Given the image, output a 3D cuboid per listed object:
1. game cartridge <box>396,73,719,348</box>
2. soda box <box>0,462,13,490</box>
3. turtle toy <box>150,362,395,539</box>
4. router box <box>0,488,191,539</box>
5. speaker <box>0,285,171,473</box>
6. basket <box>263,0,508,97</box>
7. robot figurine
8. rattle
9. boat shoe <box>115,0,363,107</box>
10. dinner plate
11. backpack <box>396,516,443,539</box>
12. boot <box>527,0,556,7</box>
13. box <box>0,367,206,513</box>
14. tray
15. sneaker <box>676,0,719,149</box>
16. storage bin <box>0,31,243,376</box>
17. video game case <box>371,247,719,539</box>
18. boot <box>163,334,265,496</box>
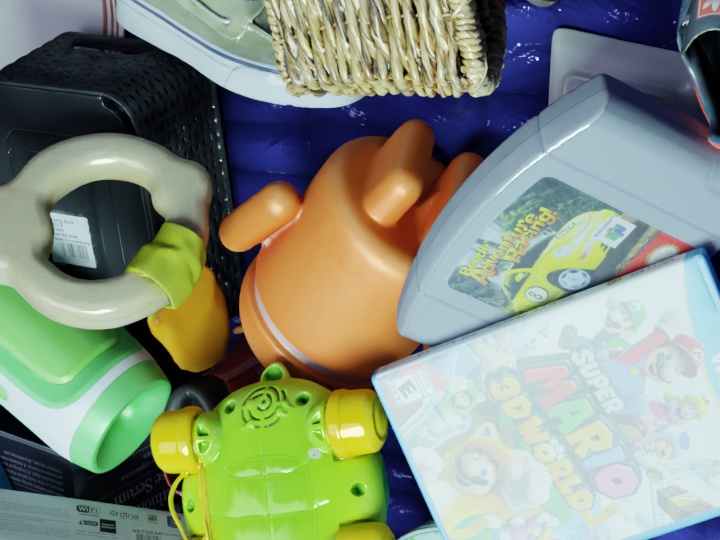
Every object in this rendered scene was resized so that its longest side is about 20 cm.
[{"bbox_3d":[0.111,-0.014,1.073,0.132,0.041,0.200,25,129,-20],"label":"game cartridge"},{"bbox_3d":[-0.284,0.130,1.298,0.068,0.064,0.202,-23,91,44],"label":"soda box"},{"bbox_3d":[-0.039,0.155,1.164,0.144,0.101,0.202,-6,86,17],"label":"turtle toy"},{"bbox_3d":[-0.190,0.228,1.241,0.198,0.049,0.181,10,121,-17],"label":"router box"},{"bbox_3d":[-0.215,0.038,1.244,0.199,0.088,0.089,38,127,17],"label":"speaker"},{"bbox_3d":[0.031,-0.203,1.057,0.148,0.142,0.202,3,115,42],"label":"basket"},{"bbox_3d":[-0.001,-0.001,1.189,0.200,0.143,0.117,-51,54,39],"label":"robot figurine"},{"bbox_3d":[-0.184,-0.012,1.198,0.198,0.143,0.132,1,78,5],"label":"rattle"},{"bbox_3d":[-0.077,-0.156,1.210,0.199,0.072,0.063,25,125,30],"label":"boat shoe"},{"bbox_3d":[-0.231,-0.187,1.344,0.199,0.024,0.202,14,116,31],"label":"dinner plate"},{"bbox_3d":[0.093,0.235,1.203,0.176,0.150,0.202,-1,103,35],"label":"backpack"},{"bbox_3d":[0.144,-0.244,0.979,0.199,0.064,0.189,-12,84,44],"label":"boot"},{"bbox_3d":[-0.173,0.179,1.369,0.106,0.148,0.202,13,117,37],"label":"box"},{"bbox_3d":[0.147,-0.031,1.125,0.107,0.022,0.202,16,118,31],"label":"tray"},{"bbox_3d":[0.191,-0.155,0.998,0.074,0.084,0.202,-4,106,38],"label":"sneaker"},{"bbox_3d":[-0.165,-0.043,1.291,0.134,0.094,0.202,9,119,28],"label":"storage bin"},{"bbox_3d":[0.123,0.087,1.088,0.198,0.018,0.144,-21,101,17],"label":"video game case"},{"bbox_3d":[-0.079,0.149,1.290,0.072,0.144,0.202,5,114,28],"label":"boot"}]
